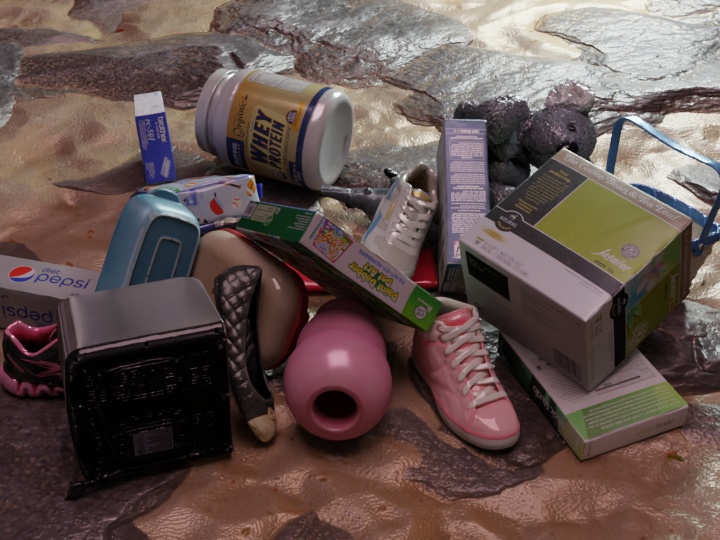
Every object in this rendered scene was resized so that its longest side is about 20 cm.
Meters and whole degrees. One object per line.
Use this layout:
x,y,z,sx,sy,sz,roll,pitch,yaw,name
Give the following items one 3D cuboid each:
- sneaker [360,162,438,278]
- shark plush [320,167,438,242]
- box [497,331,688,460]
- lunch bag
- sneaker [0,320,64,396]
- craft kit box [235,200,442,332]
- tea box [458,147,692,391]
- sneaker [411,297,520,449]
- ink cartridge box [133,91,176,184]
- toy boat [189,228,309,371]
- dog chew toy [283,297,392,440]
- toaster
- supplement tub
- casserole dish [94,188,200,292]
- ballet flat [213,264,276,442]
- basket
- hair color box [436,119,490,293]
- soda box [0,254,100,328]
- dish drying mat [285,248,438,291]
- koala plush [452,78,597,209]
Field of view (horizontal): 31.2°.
0.053,-0.060,1.641,0.076,0.081,0.201,28,40,-13,sneaker
0.047,-0.110,1.772,0.197,0.084,0.091,11,39,12,shark plush
0.269,0.127,1.519,0.142,0.037,0.201,-14,39,-19,box
-0.212,-0.083,1.681,0.158,0.077,0.200,-12,9,-20,lunch bag
-0.323,0.098,1.490,0.196,0.097,0.080,3,36,0,sneaker
-0.028,-0.008,1.513,0.049,0.196,0.199,-61,25,-7,craft kit box
0.254,-0.005,1.518,0.196,0.135,0.199,-39,52,-21,tea box
0.119,0.109,1.481,0.074,0.106,0.201,-14,41,-22,sneaker
-0.287,-0.187,1.798,0.043,0.096,0.200,-9,17,-8,ink cartridge box
-0.126,0.033,1.581,0.199,0.132,0.130,34,18,34,toy boat
-0.022,0.102,1.480,0.122,0.126,0.201,3,30,2,dog chew toy
-0.240,0.122,1.396,0.197,0.183,0.119,-11,35,-15,toaster
-0.123,-0.205,1.841,0.197,0.146,0.145,16,40,18,supplement tub
-0.249,0.005,1.533,0.038,0.203,0.120,21,3,39,casserole dish
-0.122,0.092,1.454,0.056,0.066,0.203,-14,81,10,ballet flat
0.369,-0.075,1.639,0.138,0.202,0.176,-18,41,-33,basket
0.132,-0.082,1.660,0.059,0.100,0.203,1,68,-2,hair color box
-0.380,0.037,1.587,0.197,0.069,0.064,9,38,11,soda box
0.000,0.000,1.687,0.196,0.018,0.077,-1,39,-4,dish drying mat
0.242,-0.180,1.804,0.197,0.180,0.184,-14,20,-13,koala plush
